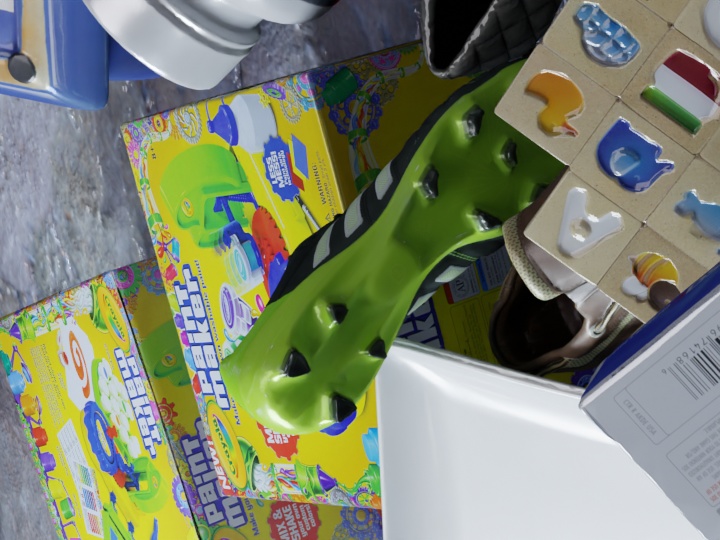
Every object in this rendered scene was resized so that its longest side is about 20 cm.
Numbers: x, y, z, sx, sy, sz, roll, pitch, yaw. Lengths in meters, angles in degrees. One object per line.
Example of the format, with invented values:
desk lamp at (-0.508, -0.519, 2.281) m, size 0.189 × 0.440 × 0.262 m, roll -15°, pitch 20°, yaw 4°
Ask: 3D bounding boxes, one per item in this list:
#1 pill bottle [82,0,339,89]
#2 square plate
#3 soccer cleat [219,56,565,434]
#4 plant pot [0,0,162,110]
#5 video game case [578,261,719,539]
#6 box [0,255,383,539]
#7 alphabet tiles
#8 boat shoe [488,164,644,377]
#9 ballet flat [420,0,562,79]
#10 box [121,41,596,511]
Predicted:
pill bottle at (-0.032, -0.180, 0.891) m, size 0.200 × 0.119 × 0.120 m, roll -44°, pitch 66°, yaw 22°
square plate at (0.097, 0.133, 0.848) m, size 0.197 × 0.028 × 0.202 m, roll 12°, pitch 117°, yaw 31°
soccer cleat at (0.015, -0.017, 0.844) m, size 0.068 × 0.200 × 0.081 m, roll 49°, pitch 164°, yaw -23°
plant pot at (-0.179, -0.198, 1.056) m, size 0.198 × 0.180 × 0.202 m, roll 13°, pitch 120°, yaw 18°
video game case at (0.203, 0.044, 0.646) m, size 0.181 × 0.045 × 0.200 m, roll 47°, pitch 117°, yaw -1°
box at (-0.106, 0.095, 1.215) m, size 0.192 × 0.121 × 0.202 m, roll -18°, pitch 90°, yaw 58°
alphabet tiles at (0.144, -0.052, 0.671) m, size 0.166 × 0.006 × 0.201 m, roll 35°, pitch 125°, yaw 2°
boat shoe at (0.095, -0.010, 0.785) m, size 0.203 × 0.074 × 0.075 m, roll 104°, pitch 146°, yaw -58°
ballet flat at (0.058, -0.159, 0.808) m, size 0.066 × 0.057 × 0.201 m, roll 27°, pitch 140°, yaw 25°
box at (0.000, 0.000, 0.994) m, size 0.192 × 0.121 × 0.202 m, roll -7°, pitch 100°, yaw 58°
